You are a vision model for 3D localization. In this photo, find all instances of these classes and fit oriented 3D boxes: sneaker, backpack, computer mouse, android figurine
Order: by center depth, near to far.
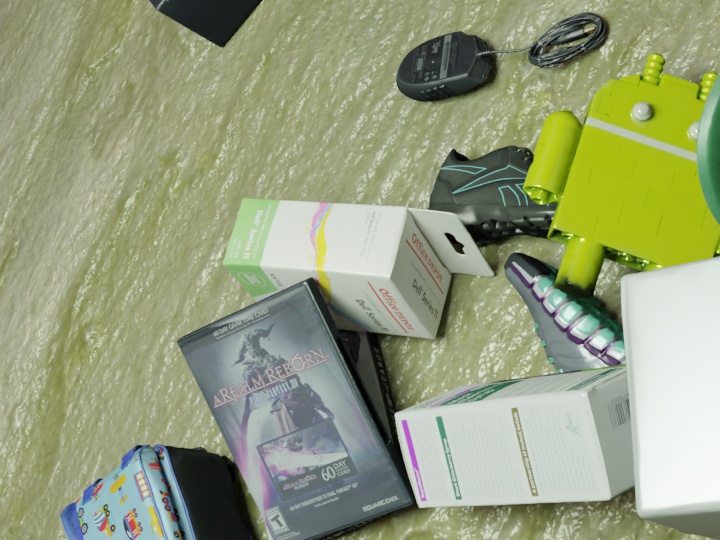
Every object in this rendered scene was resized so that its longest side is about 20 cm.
[{"bbox_3d":[0.218,-0.066,1.068,0.181,0.041,0.202,21,77,4],"label":"android figurine"},{"bbox_3d":[0.164,0.069,1.094,0.200,0.074,0.088,46,109,36],"label":"sneaker"},{"bbox_3d":[0.137,-0.065,1.153,0.199,0.075,0.080,2,74,36],"label":"sneaker"},{"bbox_3d":[0.121,-0.184,1.234,0.198,0.034,0.059,-7,55,29],"label":"computer mouse"},{"bbox_3d":[-0.196,0.272,1.257,0.200,0.134,0.184,-38,56,25],"label":"backpack"}]

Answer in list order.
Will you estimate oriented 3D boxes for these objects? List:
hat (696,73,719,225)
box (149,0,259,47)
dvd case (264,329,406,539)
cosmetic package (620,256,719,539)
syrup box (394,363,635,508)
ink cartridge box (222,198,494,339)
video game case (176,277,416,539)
[{"bbox_3d":[0.294,-0.119,1.063,0.199,0.166,0.176,-36,21,-8],"label":"hat"},{"bbox_3d":[-0.160,-0.369,1.448,0.182,0.104,0.200,-46,54,15],"label":"box"},{"bbox_3d":[-0.036,0.135,1.250,0.150,0.025,0.202,-28,61,26],"label":"dvd case"},{"bbox_3d":[0.297,0.082,0.931,0.198,0.164,0.167,-12,69,32],"label":"cosmetic package"},{"bbox_3d":[0.124,0.125,1.057,0.199,0.078,0.082,-12,93,48],"label":"syrup box"},{"bbox_3d":[0.000,0.000,1.185,0.198,0.117,0.068,4,64,27],"label":"ink cartridge box"},{"bbox_3d":[-0.054,0.122,1.175,0.142,0.019,0.201,-24,95,29],"label":"video game case"}]
